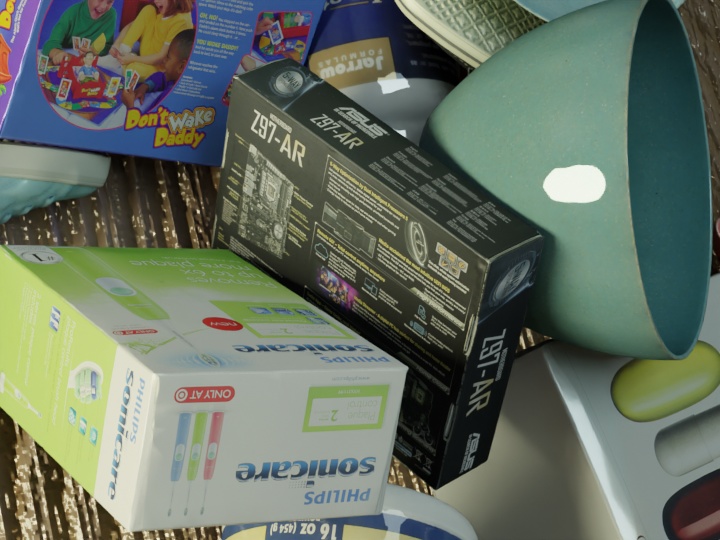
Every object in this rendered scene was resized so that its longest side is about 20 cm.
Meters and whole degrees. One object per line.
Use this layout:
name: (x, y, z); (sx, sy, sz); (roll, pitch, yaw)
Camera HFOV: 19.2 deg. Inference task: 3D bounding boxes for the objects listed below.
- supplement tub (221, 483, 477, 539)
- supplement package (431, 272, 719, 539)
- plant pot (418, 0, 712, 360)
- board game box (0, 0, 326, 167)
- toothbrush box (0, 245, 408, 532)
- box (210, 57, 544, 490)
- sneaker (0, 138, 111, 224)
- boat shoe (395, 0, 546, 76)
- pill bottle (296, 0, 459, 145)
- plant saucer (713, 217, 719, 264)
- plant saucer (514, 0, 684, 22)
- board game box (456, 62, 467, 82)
supplement tub: (-0.015, 0.225, 1.135); (0.144, 0.144, 0.201); (21, 61, -26)
supplement package: (0.170, 0.123, 1.297); (0.200, 0.147, 0.192); (-19, 84, -38)
plant pot: (0.109, -0.048, 1.182); (0.200, 0.134, 0.201); (-3, 90, -68)
board game box: (-0.115, -0.133, 1.191); (0.200, 0.045, 0.135); (6, 110, -46)
toothbrush box: (-0.092, 0.056, 1.108); (0.145, 0.200, 0.086); (1, 109, -32)
box: (0.000, 0.000, 1.169); (0.043, 0.161, 0.200); (-25, 49, -38)
sneaker: (-0.226, -0.039, 1.155); (0.199, 0.074, 0.082); (-1, 110, -43)
boat shoe: (0.094, -0.127, 1.274); (0.200, 0.062, 0.075); (26, 57, -26)
pill bottle: (0.000, -0.130, 1.299); (0.115, 0.116, 0.201); (-1, 73, -34)
plant saucer: (0.348, 0.022, 1.526); (0.200, 0.037, 0.200); (-28, 89, -37)
plant saucer: (0.118, -0.228, 1.266); (0.200, 0.039, 0.202); (9, 71, -27)
board game box: (0.112, -0.088, 1.371); (0.030, 0.095, 0.200); (-29, 89, -36)
